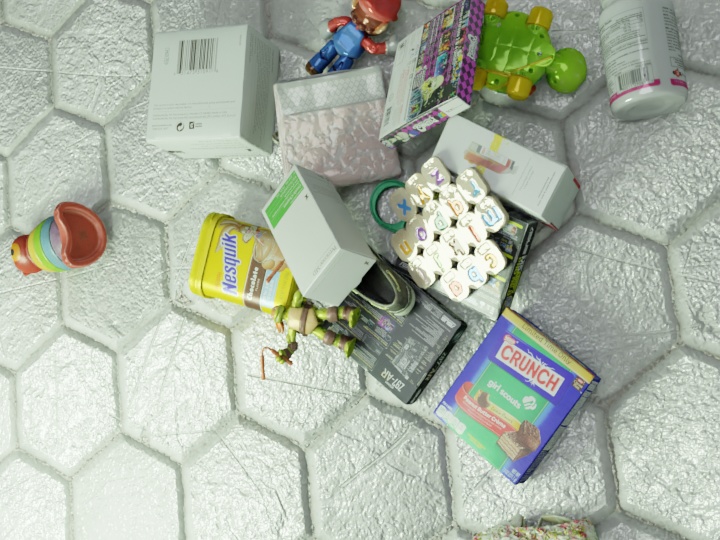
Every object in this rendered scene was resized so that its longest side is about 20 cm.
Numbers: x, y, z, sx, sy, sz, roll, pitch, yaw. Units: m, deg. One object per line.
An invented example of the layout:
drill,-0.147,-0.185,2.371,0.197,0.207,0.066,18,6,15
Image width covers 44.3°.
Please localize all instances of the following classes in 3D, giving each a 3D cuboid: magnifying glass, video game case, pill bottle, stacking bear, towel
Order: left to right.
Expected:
stacking bear,-0.592,-0.047,1.694,0.197,0.113,0.124,-14,86,31
towel,-0.041,-0.237,1.484,0.195,0.032,0.196,-9,88,-1
magnifying glass,0.087,-0.066,1.466,0.079,0.022,0.201,-42,68,13
video game case,0.111,-0.310,1.386,0.180,0.035,0.204,-23,48,48
pill bottle,0.414,-0.338,1.314,0.111,0.113,0.205,-9,80,21

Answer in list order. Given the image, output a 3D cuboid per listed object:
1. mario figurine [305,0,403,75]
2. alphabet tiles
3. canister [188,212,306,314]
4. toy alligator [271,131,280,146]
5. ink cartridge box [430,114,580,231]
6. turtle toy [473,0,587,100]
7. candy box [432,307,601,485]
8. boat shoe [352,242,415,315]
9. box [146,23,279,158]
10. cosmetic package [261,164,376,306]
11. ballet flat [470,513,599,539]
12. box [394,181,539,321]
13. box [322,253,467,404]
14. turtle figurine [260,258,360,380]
mario figurine,0.000,-0.399,1.527,0.200,0.123,0.107,-46,28,18
alphabet tiles,0.131,-0.062,1.338,0.200,0.014,0.198,-41,79,38
canister,-0.184,-0.007,1.533,0.196,0.086,0.152,14,90,22
toy alligator,-0.099,-0.151,1.536,0.201,0.059,0.055,53,143,19
ink cartridge box,0.222,-0.149,1.352,0.198,0.145,0.085,31,96,23
turtle toy,0.256,-0.331,1.384,0.197,0.101,0.149,19,91,23
candy box,0.236,0.189,1.339,0.168,0.077,0.202,38,97,22
boat shoe,0.002,-0.003,1.420,0.201,0.060,0.073,39,98,25
box,-0.261,-0.314,1.579,0.195,0.130,0.205,1,84,22
cosmetic package,-0.068,-0.056,1.395,0.108,0.084,0.202,-50,47,22
ballet flat,0.259,0.396,1.317,0.195,0.076,0.065,-3,51,18
box,0.160,-0.039,1.370,0.198,0.044,0.163,27,113,28
box,0.052,0.092,1.445,0.199,0.043,0.162,37,98,22
turtle figurine,-0.085,0.092,1.438,0.158,0.064,0.205,13,90,14
